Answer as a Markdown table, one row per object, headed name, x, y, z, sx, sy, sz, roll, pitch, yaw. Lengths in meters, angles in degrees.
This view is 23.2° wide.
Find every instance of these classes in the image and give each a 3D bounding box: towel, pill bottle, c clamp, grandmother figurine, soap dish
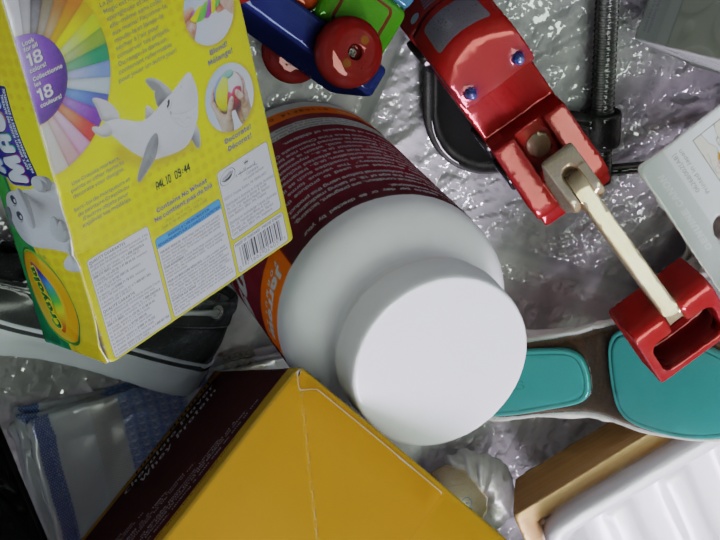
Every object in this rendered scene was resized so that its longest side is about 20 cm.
| name | x | y | z | sx | sy | sz | roll | pitch | yaw |
| --- | --- | --- | --- | --- | --- | --- | --- | --- | --- |
| towel | -0.079 | 0.122 | 0.956 | 0.200 | 0.024 | 0.147 | -14 | 91 | -17 |
| pill bottle | 0.000 | 0.000 | 0.860 | 0.113 | 0.200 | 0.113 | -9 | 117 | -19 |
| c clamp | 0.110 | -0.130 | 0.951 | 0.171 | 0.027 | 0.200 | -14 | 121 | -10 |
| grandmother figurine | -0.005 | 0.149 | 1.018 | 0.200 | 0.061 | 0.121 | -13 | 128 | -14 |
| soap dish | 0.197 | 0.144 | 1.037 | 0.200 | 0.081 | 0.157 | -30 | 115 | -7 |

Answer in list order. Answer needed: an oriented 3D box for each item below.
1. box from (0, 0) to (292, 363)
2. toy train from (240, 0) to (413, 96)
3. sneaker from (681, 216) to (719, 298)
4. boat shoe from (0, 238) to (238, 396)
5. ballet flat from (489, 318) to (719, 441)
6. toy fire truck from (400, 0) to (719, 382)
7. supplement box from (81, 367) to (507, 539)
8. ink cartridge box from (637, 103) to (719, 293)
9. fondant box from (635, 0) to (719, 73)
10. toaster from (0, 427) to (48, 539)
| name | x | y | z | sx | sy | sz | roll | pitch | yaw |
| --- | --- | --- | --- | --- | --- | --- | --- | --- | --- |
| box | -0.098 | -0.077 | 0.704 | 0.117 | 0.048 | 0.200 | -35 | 128 | -39 |
| toy train | -0.054 | -0.178 | 0.831 | 0.200 | 0.085 | 0.116 | 34 | 82 | -25 |
| sneaker | 0.221 | -0.021 | 1.027 | 0.200 | 0.078 | 0.099 | -37 | 117 | -13 |
| boat shoe | -0.150 | 0.007 | 0.874 | 0.199 | 0.074 | 0.068 | 20 | 110 | -30 |
| ballet flat | 0.145 | 0.053 | 0.970 | 0.069 | 0.200 | 0.070 | 2 | 88 | -56 |
| toy fire truck | 0.103 | -0.049 | 0.893 | 0.049 | 0.141 | 0.200 | -37 | 123 | 4 |
| supplement box | -0.062 | 0.163 | 0.841 | 0.133 | 0.200 | 0.197 | 40 | 77 | -10 |
| ink cartridge box | 0.257 | -0.045 | 0.975 | 0.200 | 0.050 | 0.162 | -37 | 97 | -16 |
| fondant box | 0.244 | -0.158 | 0.870 | 0.058 | 0.200 | 0.144 | 17 | 95 | -38 |
| toaster | -0.253 | 0.085 | 0.813 | 0.119 | 0.200 | 0.181 | -43 | 131 | 5 |
